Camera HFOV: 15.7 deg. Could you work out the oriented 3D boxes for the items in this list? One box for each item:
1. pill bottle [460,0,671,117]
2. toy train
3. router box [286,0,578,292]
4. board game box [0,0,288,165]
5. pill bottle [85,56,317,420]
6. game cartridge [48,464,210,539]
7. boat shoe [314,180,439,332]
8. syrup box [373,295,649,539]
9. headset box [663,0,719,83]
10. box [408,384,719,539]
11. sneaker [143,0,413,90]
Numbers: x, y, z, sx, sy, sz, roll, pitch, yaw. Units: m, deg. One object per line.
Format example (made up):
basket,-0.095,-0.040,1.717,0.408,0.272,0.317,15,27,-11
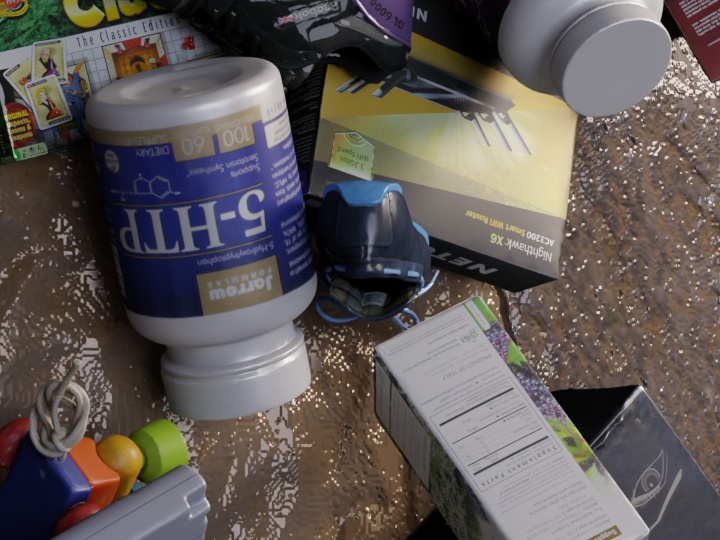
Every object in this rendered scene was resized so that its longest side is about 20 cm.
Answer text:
pill bottle,0.120,-0.190,1.672,0.112,0.200,0.113,-17,137,-16
toy train,-0.147,0.112,1.505,0.116,0.200,0.085,-15,54,-42
router box,0.046,-0.089,1.700,0.200,0.052,0.158,18,70,-29
board game box,-0.143,-0.138,1.615,0.200,0.023,0.105,-18,93,-32
pill bottle,-0.090,-0.018,1.573,0.120,0.120,0.200,-21,109,-31
game cartridge,-0.156,0.200,1.495,0.133,0.200,0.041,-33,65,-32
boat shoe,0.000,0.000,1.609,0.084,0.200,0.069,-3,76,11
syrup box,0.090,0.122,1.596,0.081,0.079,0.200,-26,58,-17
headset box,0.224,-0.227,1.770,0.075,0.149,0.200,-30,105,12
box,0.147,0.214,1.710,0.197,0.117,0.200,-44,108,-26
sneaker,-0.060,-0.157,1.593,0.200,0.076,0.088,2,80,-17
